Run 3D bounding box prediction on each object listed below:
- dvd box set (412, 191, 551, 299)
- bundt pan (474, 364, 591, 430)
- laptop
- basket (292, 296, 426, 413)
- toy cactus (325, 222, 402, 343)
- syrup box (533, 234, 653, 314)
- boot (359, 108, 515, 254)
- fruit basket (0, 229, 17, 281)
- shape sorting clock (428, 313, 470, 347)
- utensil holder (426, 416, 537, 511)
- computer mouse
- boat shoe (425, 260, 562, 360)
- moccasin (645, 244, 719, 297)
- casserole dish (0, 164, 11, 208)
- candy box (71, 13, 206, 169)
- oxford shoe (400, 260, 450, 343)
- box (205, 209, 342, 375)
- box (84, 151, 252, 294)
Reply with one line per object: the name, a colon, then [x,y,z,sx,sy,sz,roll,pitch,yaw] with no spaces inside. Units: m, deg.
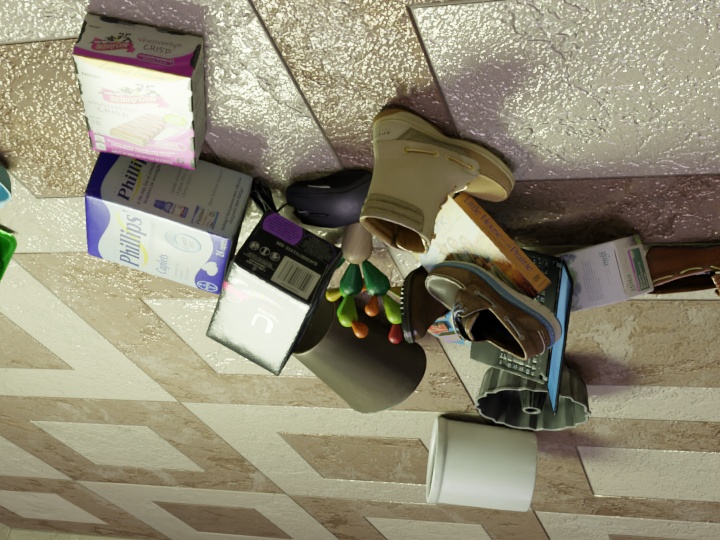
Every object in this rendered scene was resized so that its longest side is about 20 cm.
dvd box set: [0.138,-0.020,1.413,0.200,0.029,0.146,48,146,6]
bundt pan: [0.300,0.209,1.893,0.201,0.076,0.202,8,153,4]
laptop: [0.207,0.069,1.435,0.199,0.178,0.103,17,-161,38]
basket: [-0.022,0.131,1.795,0.180,0.137,0.200,-18,139,37]
toy cactus: [0.000,0.000,1.539,0.102,0.200,0.166,-13,125,-31]
syrup box: [0.285,0.015,1.480,0.199,0.079,0.081,-17,177,41]
boot: [0.092,-0.085,1.292,0.199,0.156,0.073,25,150,-28]
fruit basket: [-0.622,-0.039,1.657,0.215,0.156,0.216,20,168,5]
shape sorting clock: [0.193,0.079,1.716,0.199,0.039,0.200,8,154,4]
utensil holder: [0.238,0.388,2.169,0.199,0.171,0.170,8,154,0]
computer mouse: [-0.050,-0.064,1.464,0.199,0.046,0.141,-3,132,24]
boat shoe: [0.150,0.049,1.365,0.199,0.072,0.073,25,137,37]
moccasin: [0.472,0.005,1.430,0.200,0.078,0.074,0,152,18]
casserole dish: [-0.565,-0.152,1.508,0.121,0.039,0.200,-5,147,27]
candy box: [-0.254,-0.203,1.282,0.136,0.061,0.200,11,153,-1]
oxford shoe: [0.106,0.030,1.494,0.084,0.200,0.073,1,122,21]
box: [-0.120,0.034,1.489,0.122,0.106,0.200,29,143,2]
box: [-0.262,-0.072,1.479,0.199,0.105,0.184,18,153,-4]
